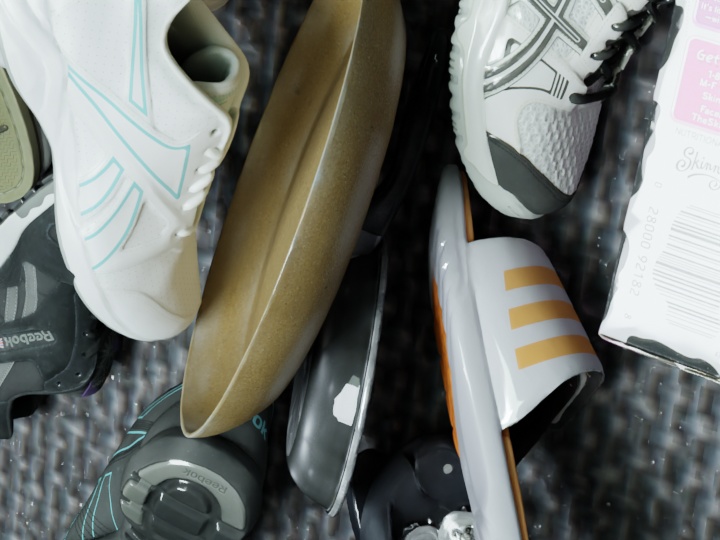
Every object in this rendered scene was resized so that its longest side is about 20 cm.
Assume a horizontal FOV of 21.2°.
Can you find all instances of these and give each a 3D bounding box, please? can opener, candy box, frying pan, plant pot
[{"bbox_3d":[0.054,0.161,0.796,0.063,0.079,0.201,-25,89,-4],"label":"can opener"},{"bbox_3d":[0.150,-0.075,0.624,0.061,0.136,0.201,19,111,27],"label":"candy box"},{"bbox_3d":[-0.001,0.012,0.750,0.031,0.115,0.191,10,131,-5],"label":"frying pan"},{"bbox_3d":[-0.024,-0.028,0.741,0.027,0.200,0.201,19,116,-10],"label":"plant pot"}]

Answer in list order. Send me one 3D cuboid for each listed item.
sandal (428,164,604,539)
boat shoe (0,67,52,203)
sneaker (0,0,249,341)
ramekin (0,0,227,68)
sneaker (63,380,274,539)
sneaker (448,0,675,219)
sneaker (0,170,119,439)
[{"bbox_3d":[0.066,0.059,0.742,0.059,0.079,0.208,-9,73,-3],"label":"sandal"},{"bbox_3d":[-0.196,-0.129,0.884,0.074,0.068,0.201,-18,111,30],"label":"boat shoe"},{"bbox_3d":[-0.081,-0.048,0.744,0.080,0.071,0.201,-4,133,7],"label":"sneaker"},{"bbox_3d":[-0.112,-0.187,0.800,0.201,0.094,0.204,8,105,32],"label":"ramekin"},{"bbox_3d":[-0.084,0.107,0.867,0.075,0.080,0.200,29,141,-11],"label":"sneaker"},{"bbox_3d":[0.089,-0.109,0.695,0.087,0.076,0.201,16,112,25],"label":"sneaker"},{"bbox_3d":[-0.130,0.006,0.881,0.088,0.076,0.200,50,127,-3],"label":"sneaker"}]
